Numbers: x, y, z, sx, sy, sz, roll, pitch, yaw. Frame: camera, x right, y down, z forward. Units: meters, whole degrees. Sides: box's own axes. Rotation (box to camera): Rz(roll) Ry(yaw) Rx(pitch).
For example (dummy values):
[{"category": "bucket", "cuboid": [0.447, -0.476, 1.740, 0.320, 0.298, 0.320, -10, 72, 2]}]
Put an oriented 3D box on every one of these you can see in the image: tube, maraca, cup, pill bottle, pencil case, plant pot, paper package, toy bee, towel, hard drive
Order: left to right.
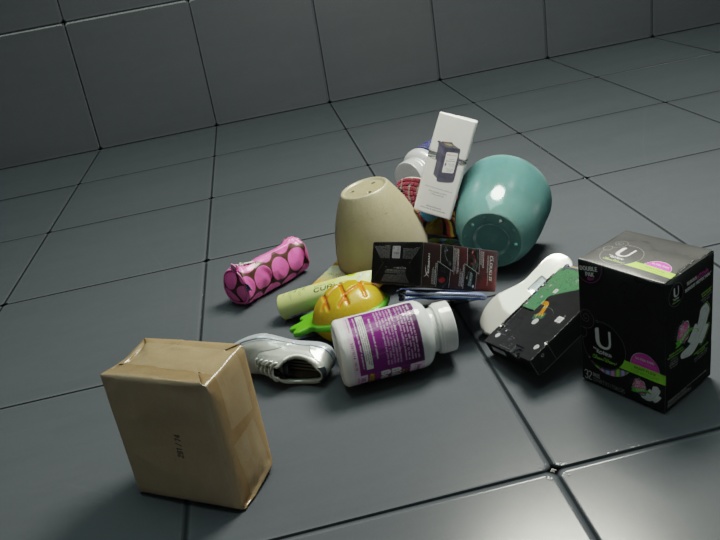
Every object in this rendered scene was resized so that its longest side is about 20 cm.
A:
[{"category": "paper package", "cuboid": [-0.237, 0.209, 1.065, 0.186, 0.204, 0.104, 0, 25, 24]}, {"category": "pencil case", "cuboid": [-0.198, -0.006, 1.647, 0.089, 0.096, 0.199, 10, 31, 38]}, {"category": "tube", "cuboid": [-0.066, 0.042, 1.485, 0.196, 0.052, 0.059, -18, 59, 18]}, {"category": "maraca", "cuboid": [-0.037, 0.079, 1.389, 0.196, 0.109, 0.137, -15, 11, 27]}, {"category": "cup", "cuboid": [0.026, -0.104, 1.574, 0.196, 0.146, 0.201, -16, 26, 8]}, {"category": "pill bottle", "cuboid": [0.056, 0.114, 1.262, 0.195, 0.115, 0.113, -14, 24, -7]}, {"category": "toy bee", "cuboid": [0.148, -0.107, 1.752, 0.197, 0.111, 0.130, 24, 7, 32]}, {"category": "pill bottle", "cuboid": [0.181, -0.277, 2.055, 0.118, 0.122, 0.199, 10, 30, 37]}, {"category": "towel", "cuboid": [0.139, 0.047, 1.378, 0.141, 0.024, 0.200, 1, 0, -1]}, {"category": "plant pot", "cuboid": [0.279, -0.106, 1.561, 0.196, 0.204, 0.162, 1, 35, 23]}, {"category": "hard drive", "cuboid": [0.308, 0.074, 1.233, 0.199, 0.038, 0.139, -43, 21, -12]}]

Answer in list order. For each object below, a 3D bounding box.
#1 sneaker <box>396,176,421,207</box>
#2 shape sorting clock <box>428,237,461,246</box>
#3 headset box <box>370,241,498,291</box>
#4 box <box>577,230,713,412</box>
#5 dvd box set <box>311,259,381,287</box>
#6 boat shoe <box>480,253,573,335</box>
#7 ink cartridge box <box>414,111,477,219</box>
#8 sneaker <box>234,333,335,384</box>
[{"category": "sneaker", "cuboid": [0.183, -0.192, 1.934, 0.195, 0.083, 0.075, 7, 13, 18]}, {"category": "shape sorting clock", "cuboid": [0.136, -0.030, 1.632, 0.195, 0.040, 0.201, -8, 24, 4]}, {"category": "headset box", "cuboid": [0.139, -0.006, 1.371, 0.197, 0.077, 0.147, 5, -1, -36]}, {"category": "box", "cuboid": [0.410, 0.068, 1.111, 0.123, 0.204, 0.147, -24, 28, -31]}, {"category": "dvd box set", "cuboid": [0.000, 0.000, 1.593, 0.144, 0.030, 0.200, 3, 34, 39]}, {"category": "boat shoe", "cuboid": [0.293, 0.052, 1.351, 0.200, 0.069, 0.072, -44, 56, -11]}, {"category": "ink cartridge box", "cuboid": [0.177, -0.220, 1.604, 0.082, 0.205, 0.145, 16, 10, 3]}, {"category": "sneaker", "cuboid": [-0.142, 0.153, 1.304, 0.195, 0.075, 0.071, -3, 21, 16]}]
